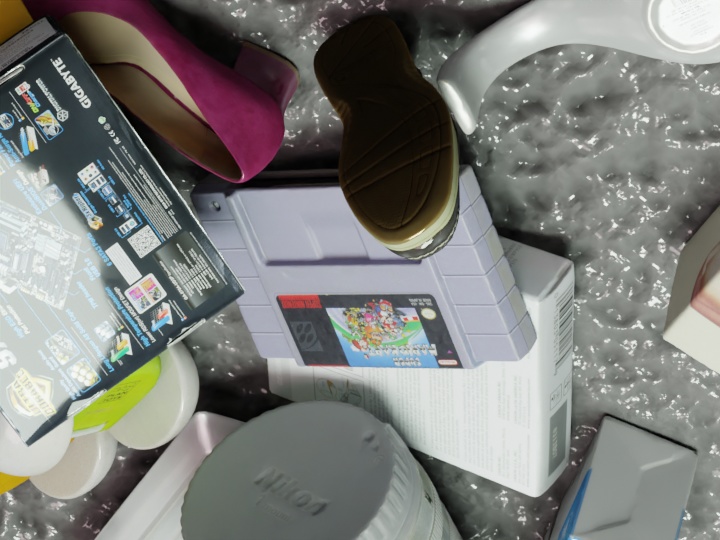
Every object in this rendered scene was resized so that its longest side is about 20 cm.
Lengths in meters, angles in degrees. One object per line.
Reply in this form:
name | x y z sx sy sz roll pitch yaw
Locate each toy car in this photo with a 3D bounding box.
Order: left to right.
toy car | -0.216 0.067 1.770 0.200 0.175 0.150 -33 76 37

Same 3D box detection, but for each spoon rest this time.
spoon rest | 0.139 -0.139 1.532 0.200 0.061 0.099 -20 121 16

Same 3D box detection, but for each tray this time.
tray | -0.104 0.169 1.861 0.107 0.022 0.200 17 135 -24

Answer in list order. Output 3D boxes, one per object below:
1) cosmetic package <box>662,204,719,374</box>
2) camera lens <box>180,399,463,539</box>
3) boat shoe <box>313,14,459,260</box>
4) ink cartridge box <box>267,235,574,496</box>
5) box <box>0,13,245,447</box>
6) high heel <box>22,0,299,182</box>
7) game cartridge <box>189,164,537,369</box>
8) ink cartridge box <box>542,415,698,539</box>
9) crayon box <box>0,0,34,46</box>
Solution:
cosmetic package | 0.266 -0.023 1.553 0.103 0.087 0.200 29 132 -7
camera lens | -0.010 0.199 1.767 0.160 0.160 0.200 -6 136 23
boat shoe | 0.026 -0.068 1.540 0.073 0.200 0.065 -29 127 13
ink cartridge box | 0.035 0.038 1.725 0.200 0.057 0.163 23 136 28
box | -0.184 -0.021 1.597 0.159 0.046 0.200 -36 117 -3
high heel | -0.137 -0.114 1.612 0.200 0.096 0.067 15 131 6
game cartridge | 0.000 0.000 1.663 0.200 0.038 0.130 -1 119 38
ink cartridge box | 0.141 0.205 1.765 0.067 0.116 0.200 22 131 1
crayon box | -0.228 -0.107 1.649 0.126 0.052 0.200 8 136 47
